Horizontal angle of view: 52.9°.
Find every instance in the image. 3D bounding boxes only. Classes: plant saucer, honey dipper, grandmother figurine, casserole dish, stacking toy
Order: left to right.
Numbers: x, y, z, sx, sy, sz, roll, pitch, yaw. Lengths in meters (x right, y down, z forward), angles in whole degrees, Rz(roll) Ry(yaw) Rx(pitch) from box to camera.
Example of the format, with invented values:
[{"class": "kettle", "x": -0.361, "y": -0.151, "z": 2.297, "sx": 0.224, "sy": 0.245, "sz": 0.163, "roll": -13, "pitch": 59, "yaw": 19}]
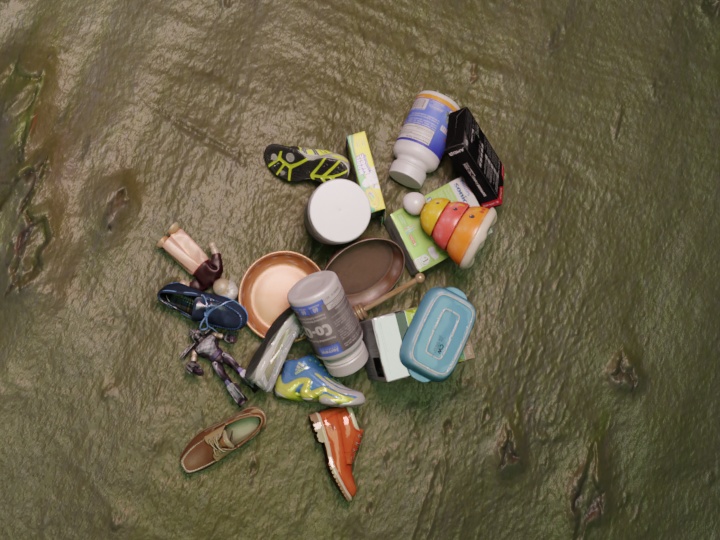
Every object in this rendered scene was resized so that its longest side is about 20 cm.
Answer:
[{"class": "grandmother figurine", "x": -0.343, "y": -0.005, "z": 1.545, "sx": 0.200, "sy": 0.061, "sz": 0.121, "roll": 42, "pitch": 111, "yaw": 0}, {"class": "plant saucer", "x": -0.167, "y": 0.059, "z": 1.583, "sx": 0.198, "sy": 0.037, "sz": 0.203, "roll": 1, "pitch": 84, "yaw": -9}, {"class": "plant saucer", "x": 0.000, "y": 0.000, "z": 1.564, "sx": 0.199, "sy": 0.201, "sz": 0.035, "roll": -22, "pitch": 49, "yaw": -12}, {"class": "honey dipper", "x": 0.054, "y": 0.061, "z": 1.589, "sx": 0.199, "sy": 0.038, "sz": 0.038, "roll": -29, "pitch": 89, "yaw": 8}, {"class": "casserole dish", "x": 0.158, "y": 0.126, "z": 1.429, "sx": 0.120, "sy": 0.039, "sz": 0.201, "roll": 27, "pitch": 80, "yaw": -6}, {"class": "stacking toy", "x": 0.177, "y": -0.106, "z": 1.543, "sx": 0.199, "sy": 0.146, "sz": 0.147, "roll": 29, "pitch": 80, "yaw": 9}]

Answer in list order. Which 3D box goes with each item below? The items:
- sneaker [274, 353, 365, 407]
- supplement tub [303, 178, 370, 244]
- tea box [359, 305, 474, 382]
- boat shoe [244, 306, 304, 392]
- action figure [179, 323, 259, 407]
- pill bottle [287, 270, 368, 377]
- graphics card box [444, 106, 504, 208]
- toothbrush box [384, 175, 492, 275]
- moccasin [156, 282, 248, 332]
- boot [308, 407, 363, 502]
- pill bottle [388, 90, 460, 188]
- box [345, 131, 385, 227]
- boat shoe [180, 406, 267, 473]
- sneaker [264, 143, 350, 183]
[{"class": "sneaker", "x": -0.083, "y": 0.233, "z": 1.548, "sx": 0.198, "sy": 0.076, "sz": 0.106, "roll": 7, "pitch": 76, "yaw": 4}, {"class": "supplement tub", "x": -0.053, "y": -0.120, "z": 1.533, "sx": 0.130, "sy": 0.200, "sz": 0.134, "roll": 0, "pitch": 92, "yaw": -7}, {"class": "tea box", "x": 0.111, "y": 0.148, "z": 1.539, "sx": 0.195, "sy": 0.200, "sz": 0.135, "roll": -12, "pitch": 86, "yaw": -12}, {"class": "boat shoe", "x": -0.165, "y": 0.155, "z": 1.515, "sx": 0.065, "sy": 0.074, "sz": 0.203, "roll": 39, "pitch": 64, "yaw": -21}, {"class": "action figure", "x": -0.295, "y": 0.190, "z": 1.532, "sx": 0.130, "sy": 0.069, "sz": 0.200, "roll": -43, "pitch": 89, "yaw": -6}, {"class": "pill bottle", "x": -0.062, "y": 0.112, "z": 1.492, "sx": 0.113, "sy": 0.114, "sz": 0.201, "roll": -30, "pitch": 114, "yaw": -12}, {"class": "graphics card box", "x": 0.257, "y": -0.248, "z": 1.610, "sx": 0.200, "sy": 0.050, "sz": 0.126, "roll": 48, "pitch": 40, "yaw": -39}, {"class": "toothbrush box", "x": 0.173, "y": -0.100, "z": 1.635, "sx": 0.199, "sy": 0.086, "sz": 0.147, "roll": -29, "pitch": 90, "yaw": -11}, {"class": "moccasin", "x": -0.333, "y": 0.085, "z": 1.507, "sx": 0.198, "sy": 0.068, "sz": 0.081, "roll": 14, "pitch": 104, "yaw": 15}, {"class": "boot", "x": -0.031, "y": 0.390, "z": 1.555, "sx": 0.106, "sy": 0.075, "sz": 0.202, "roll": -18, "pitch": 86, "yaw": -16}, {"class": "pill bottle", "x": 0.141, "y": -0.292, "z": 1.637, "sx": 0.111, "sy": 0.112, "sz": 0.202, "roll": 25, "pitch": 81, "yaw": -6}, {"class": "box", "x": 0.013, "y": -0.193, "z": 1.601, "sx": 0.048, "sy": 0.117, "sz": 0.202, "roll": -17, "pitch": 87, "yaw": -3}, {"class": "boat shoe", "x": -0.286, "y": 0.350, "z": 1.511, "sx": 0.199, "sy": 0.074, "sz": 0.076, "roll": -34, "pitch": 90, "yaw": -12}, {"class": "sneaker", "x": -0.118, "y": -0.238, "z": 1.613, "sx": 0.198, "sy": 0.077, "sz": 0.076, "roll": 16, "pitch": 116, "yaw": 7}]
